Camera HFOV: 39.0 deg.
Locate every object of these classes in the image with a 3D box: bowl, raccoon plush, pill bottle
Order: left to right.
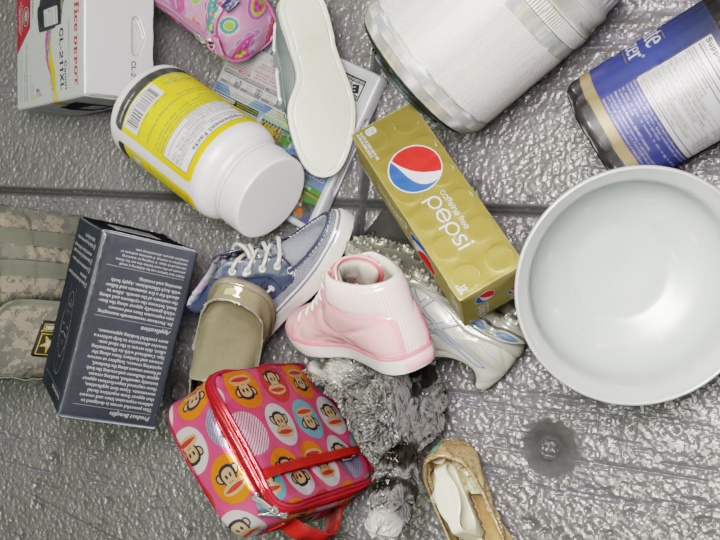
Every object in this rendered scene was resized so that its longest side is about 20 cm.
[{"bbox_3d":[-0.162,-0.126,1.081,0.200,0.114,0.114,37,103,26],"label":"pill bottle"},{"bbox_3d":[-0.007,0.149,0.964,0.134,0.097,0.200,-10,43,40],"label":"raccoon plush"},{"bbox_3d":[0.229,0.007,0.869,0.201,0.090,0.201,1,99,4],"label":"bowl"},{"bbox_3d":[0.287,-0.162,0.860,0.200,0.112,0.112,-31,71,23],"label":"pill bottle"}]

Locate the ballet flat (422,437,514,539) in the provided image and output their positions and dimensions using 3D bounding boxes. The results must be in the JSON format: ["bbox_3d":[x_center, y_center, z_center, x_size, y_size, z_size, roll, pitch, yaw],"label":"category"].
[{"bbox_3d":[0.106,0.253,0.947,0.070,0.065,0.200,-34,70,24],"label":"ballet flat"}]

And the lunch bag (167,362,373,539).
[{"bbox_3d":[-0.077,0.180,0.980,0.082,0.200,0.176,-38,72,22],"label":"lunch bag"}]

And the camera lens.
[{"bbox_3d":[0.116,-0.238,0.935,0.200,0.160,0.160,-39,68,20],"label":"camera lens"}]

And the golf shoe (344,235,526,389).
[{"bbox_3d":[0.060,0.042,0.977,0.200,0.078,0.097,31,114,16],"label":"golf shoe"}]

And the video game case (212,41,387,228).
[{"bbox_3d":[-0.088,-0.163,1.122,0.200,0.022,0.182,30,99,27],"label":"video game case"}]

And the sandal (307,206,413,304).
[{"bbox_3d":[0.000,0.000,1.042,0.075,0.045,0.200,42,105,24],"label":"sandal"}]

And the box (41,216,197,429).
[{"bbox_3d":[-0.268,0.054,1.116,0.148,0.107,0.200,20,96,65],"label":"box"}]

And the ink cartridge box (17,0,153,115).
[{"bbox_3d":[-0.324,-0.262,1.182,0.200,0.083,0.146,3,93,51],"label":"ink cartridge box"}]

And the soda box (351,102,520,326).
[{"bbox_3d":[0.071,-0.053,0.926,0.068,0.064,0.200,-30,65,-4],"label":"soda box"}]

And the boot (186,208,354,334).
[{"bbox_3d":[-0.096,-0.003,1.044,0.200,0.090,0.073,-48,26,29],"label":"boot"}]

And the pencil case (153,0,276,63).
[{"bbox_3d":[-0.178,-0.301,1.131,0.200,0.087,0.087,41,105,38],"label":"pencil case"}]

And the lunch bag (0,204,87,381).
[{"bbox_3d":[-0.396,0.033,1.192,0.117,0.164,0.200,-16,78,29],"label":"lunch bag"}]

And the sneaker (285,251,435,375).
[{"bbox_3d":[-0.013,0.028,0.946,0.200,0.075,0.105,10,125,55],"label":"sneaker"}]

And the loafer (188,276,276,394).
[{"bbox_3d":[-0.136,0.087,1.047,0.076,0.068,0.200,15,136,-1],"label":"loafer"}]

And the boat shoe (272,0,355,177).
[{"bbox_3d":[-0.054,-0.193,1.071,0.062,0.073,0.200,163,98,-70],"label":"boat shoe"}]
